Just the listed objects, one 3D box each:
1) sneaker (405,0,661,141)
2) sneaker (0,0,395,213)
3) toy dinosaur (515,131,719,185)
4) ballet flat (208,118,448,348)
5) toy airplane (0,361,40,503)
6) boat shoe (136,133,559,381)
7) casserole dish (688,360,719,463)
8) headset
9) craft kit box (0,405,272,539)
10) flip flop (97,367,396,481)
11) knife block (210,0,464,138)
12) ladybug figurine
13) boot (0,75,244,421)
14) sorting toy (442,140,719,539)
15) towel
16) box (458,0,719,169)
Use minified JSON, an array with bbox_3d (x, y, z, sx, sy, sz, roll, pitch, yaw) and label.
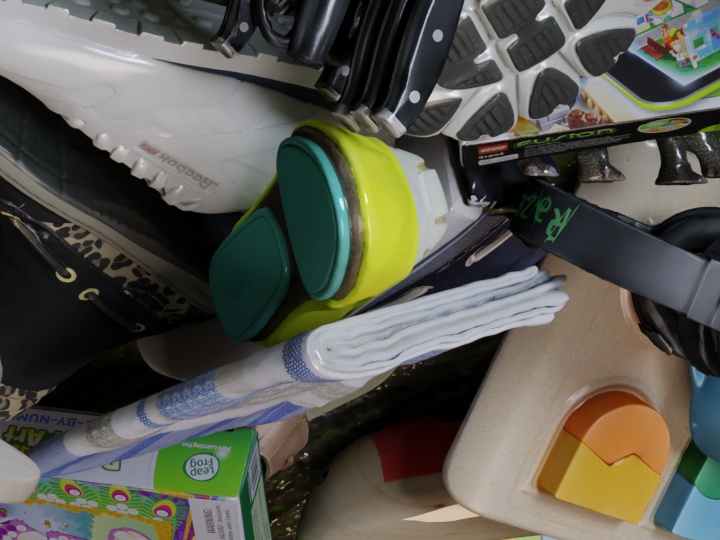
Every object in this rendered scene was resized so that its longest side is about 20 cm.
[{"bbox_3d":[0.074,-0.126,0.934,0.200,0.083,0.081,-40,145,-6],"label":"sneaker"},{"bbox_3d":[-0.075,-0.064,0.997,0.200,0.076,0.081,14,112,-25],"label":"sneaker"},{"bbox_3d":[0.106,-0.087,1.028,0.199,0.103,0.077,1,178,-1],"label":"toy dinosaur"},{"bbox_3d":[-0.005,-0.016,0.947,0.067,0.067,0.200,-13,171,-17],"label":"ballet flat"},{"bbox_3d":[-0.235,0.013,0.989,0.200,0.199,0.141,34,86,-39],"label":"toy airplane"},{"bbox_3d":[0.000,0.000,1.115,0.200,0.075,0.093,-27,153,33],"label":"boat shoe"},{"bbox_3d":[0.236,0.048,1.174,0.200,0.039,0.121,12,104,-36],"label":"casserole dish"},{"bbox_3d":[0.148,0.025,1.043,0.200,0.124,0.094,22,95,-15],"label":"headset"},{"bbox_3d":[-0.140,0.137,1.224,0.197,0.049,0.200,7,142,11],"label":"craft kit box"},{"bbox_3d":[-0.061,0.074,1.196,0.200,0.058,0.081,-29,137,21],"label":"flip flop"},{"bbox_3d":[0.024,-0.151,0.852,0.064,0.176,0.200,21,131,-34],"label":"knife block"},{"bbox_3d":[0.065,0.111,1.248,0.199,0.072,0.136,-5,155,-7],"label":"ladybug figurine"},{"bbox_3d":[-0.157,-0.016,1.057,0.154,0.074,0.203,-29,131,31],"label":"boot"},{"bbox_3d":[0.156,0.050,1.168,0.200,0.036,0.185,20,100,-30],"label":"sorting toy"},{"bbox_3d":[-0.029,0.045,1.025,0.147,0.024,0.200,-14,173,-45],"label":"towel"},{"bbox_3d":[0.128,-0.109,0.971,0.199,0.110,0.035,-9,167,1],"label":"box"}]
